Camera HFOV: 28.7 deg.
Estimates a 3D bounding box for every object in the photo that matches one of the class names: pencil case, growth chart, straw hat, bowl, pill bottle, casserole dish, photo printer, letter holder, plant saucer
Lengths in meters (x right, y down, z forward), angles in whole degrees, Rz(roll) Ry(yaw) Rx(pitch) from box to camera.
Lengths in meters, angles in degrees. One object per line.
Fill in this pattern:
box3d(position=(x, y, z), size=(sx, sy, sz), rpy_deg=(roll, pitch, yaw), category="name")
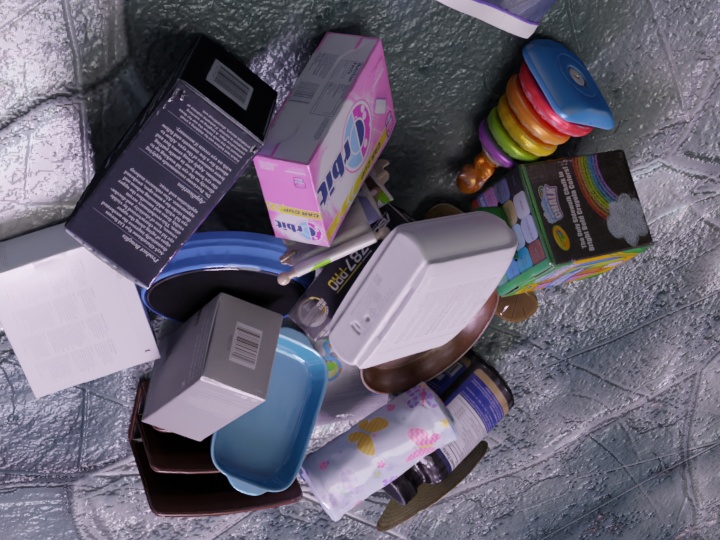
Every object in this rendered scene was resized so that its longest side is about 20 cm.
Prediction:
box3d(position=(0.024, 0.221, 1.711), size=(0.199, 0.083, 0.091), rpy_deg=(-34, 135, -2), category="pencil case")
box3d(position=(-0.033, -0.075, 1.480), size=(0.143, 0.201, 0.018), rpy_deg=(-20, 130, 4), category="growth chart")
box3d(position=(0.075, 0.259, 1.919), size=(0.200, 0.201, 0.085), rpy_deg=(-38, 95, 10), category="straw hat")
box3d(position=(-0.147, 0.014, 1.545), size=(0.197, 0.040, 0.201), rpy_deg=(-2, 159, -1), category="bowl")
box3d(position=(0.096, 0.202, 1.818), size=(0.200, 0.111, 0.112), rpy_deg=(-43, 139, -14), category="pill bottle")
box3d(position=(-0.113, 0.167, 1.674), size=(0.120, 0.039, 0.203), rpy_deg=(24, 75, -22), category="casserole dish")
box3d(position=(0.074, 0.016, 1.488), size=(0.199, 0.070, 0.167), rpy_deg=(-12, 143, -50), category="photo printer")
box3d(position=(-0.167, 0.213, 1.715), size=(0.197, 0.143, 0.101), rpy_deg=(-2, 132, -25), category="letter holder")
box3d(position=(0.076, 0.065, 1.667), size=(0.199, 0.035, 0.201), rpy_deg=(-28, 147, -19), category="plant saucer")

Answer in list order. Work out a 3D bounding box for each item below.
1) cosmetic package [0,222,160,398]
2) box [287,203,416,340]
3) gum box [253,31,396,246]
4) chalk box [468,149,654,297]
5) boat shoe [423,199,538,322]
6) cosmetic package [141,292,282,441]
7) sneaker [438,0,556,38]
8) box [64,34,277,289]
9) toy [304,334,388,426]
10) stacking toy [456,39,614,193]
box3d(position=(-0.315, 0.039, 1.540), size=(0.149, 0.052, 0.202), rpy_deg=(-16, 136, -5), category="cosmetic package")
box3d(position=(0.000, 0.000, 1.569), size=(0.162, 0.049, 0.200), rpy_deg=(-49, 173, 4), category="box")
box3d(position=(-0.031, -0.139, 1.431), size=(0.065, 0.201, 0.114), rpy_deg=(11, 142, 22), category="gum box")
box3d(position=(0.213, -0.052, 1.623), size=(0.198, 0.127, 0.124), rpy_deg=(-10, 167, -28), category="chalk box")
box3d(position=(0.143, -0.017, 1.714), size=(0.073, 0.065, 0.200), rpy_deg=(-31, 120, 20), category="boat shoe")
box3d(position=(-0.169, 0.112, 1.577), size=(0.089, 0.108, 0.200), rpy_deg=(22, 151, -23), category="cosmetic package")
box3d(position=(0.135, -0.332, 1.411), size=(0.198, 0.081, 0.148), rpy_deg=(18, 113, -34), category="sneaker")
box3d(position=(-0.184, -0.108, 1.382), size=(0.104, 0.148, 0.200), rpy_deg=(36, 113, -14), category="box")
box3d(position=(-0.019, 0.100, 1.754), size=(0.113, 0.047, 0.202), rpy_deg=(-7, 128, -16), category="toy")
box3d(position=(0.177, -0.155, 1.587), size=(0.115, 0.111, 0.200), rpy_deg=(2, 143, -47), category="stacking toy")
